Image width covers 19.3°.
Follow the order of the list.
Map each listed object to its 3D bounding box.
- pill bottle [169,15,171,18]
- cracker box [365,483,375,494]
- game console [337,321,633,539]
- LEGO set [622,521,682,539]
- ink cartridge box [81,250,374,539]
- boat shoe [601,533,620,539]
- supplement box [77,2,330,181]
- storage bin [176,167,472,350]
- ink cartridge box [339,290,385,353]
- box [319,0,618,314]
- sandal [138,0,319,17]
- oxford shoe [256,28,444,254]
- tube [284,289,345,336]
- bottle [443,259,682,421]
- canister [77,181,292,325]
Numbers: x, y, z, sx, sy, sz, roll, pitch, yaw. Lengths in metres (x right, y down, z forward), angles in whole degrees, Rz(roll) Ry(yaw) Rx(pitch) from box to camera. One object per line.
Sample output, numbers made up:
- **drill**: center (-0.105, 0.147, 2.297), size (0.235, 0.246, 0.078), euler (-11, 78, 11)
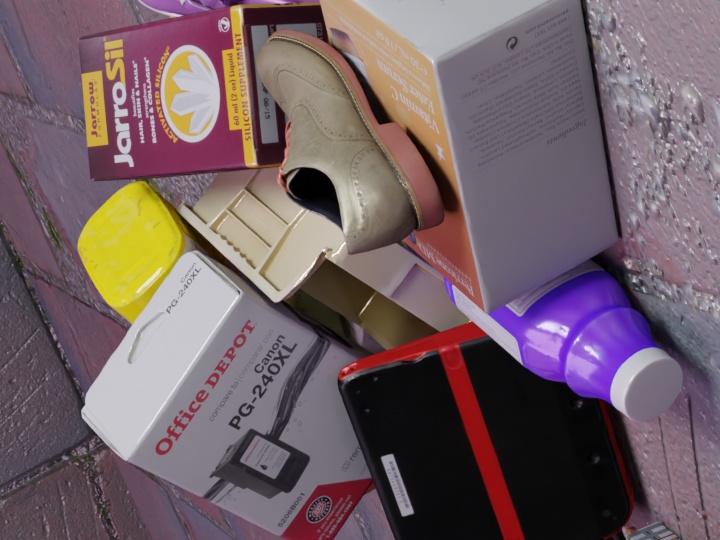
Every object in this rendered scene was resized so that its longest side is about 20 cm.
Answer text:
- **pill bottle**: center (-0.099, -0.207, 1.663), size (0.104, 0.104, 0.200), euler (53, 161, 27)
- **cracker box**: center (0.021, 0.128, 1.701), size (0.058, 0.134, 0.200), euler (61, 180, 0)
- **game console**: center (0.094, 0.127, 1.512), size (0.031, 0.177, 0.200), euler (-94, -14, -64)
- **LEGO set**: center (0.189, 0.276, 1.509), size (0.116, 0.154, 0.200), euler (37, 147, 54)
- **ink cartridge box**: center (-0.075, 0.097, 1.508), size (0.200, 0.145, 0.083), euler (31, -175, -38)
- **boat shoe**: center (0.121, 0.167, 1.588), size (0.202, 0.072, 0.060), euler (40, 158, -30)
- **supplement box**: center (-0.108, -0.124, 1.494), size (0.200, 0.086, 0.110), euler (-2, 94, 49)
- **storage bin**: center (0.000, 0.000, 1.552), size (0.200, 0.094, 0.199), euler (34, -176, -35)
- **ink cartridge box**: center (-0.005, 0.017, 1.801), size (0.117, 0.067, 0.200), euler (54, 162, 22)
- **box**: center (0.068, -0.103, 1.339), size (0.152, 0.106, 0.200), euler (42, 154, 48)
- **sandal**: center (-0.084, -0.208, 1.535), size (0.203, 0.050, 0.083), euler (4, 128, 22)
- **oxford shoe**: center (-0.027, -0.084, 1.327), size (0.200, 0.075, 0.070), euler (49, 162, 44)
- **tube**: center (-0.044, 0.021, 1.735), size (0.058, 0.052, 0.200), euler (-1, 121, 23)
- **bottle**: center (0.134, 0.031, 1.394), size (0.200, 0.084, 0.065), euler (41, 153, 47)
- **canister**: center (-0.114, 0.034, 1.617), size (0.200, 0.087, 0.149), euler (44, -176, -34)
